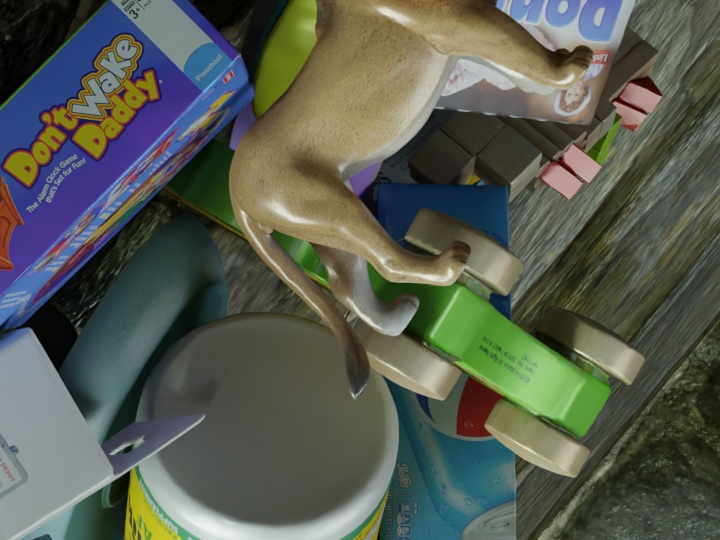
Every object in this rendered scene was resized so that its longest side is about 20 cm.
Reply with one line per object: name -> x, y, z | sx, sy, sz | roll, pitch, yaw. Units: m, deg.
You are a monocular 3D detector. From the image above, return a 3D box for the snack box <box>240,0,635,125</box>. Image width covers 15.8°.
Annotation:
snack box -> 0.037, -0.107, 1.125 | 0.200, 0.024, 0.072 | 3, 111, -43

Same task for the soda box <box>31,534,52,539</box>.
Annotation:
soda box -> -0.185, 0.165, 0.975 | 0.200, 0.064, 0.068 | -23, -172, 37

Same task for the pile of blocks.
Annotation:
pile of blocks -> 0.095, -0.060, 1.304 | 0.200, 0.062, 0.082 | -33, 158, -49

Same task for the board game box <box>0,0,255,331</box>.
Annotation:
board game box -> -0.102, -0.038, 0.929 | 0.134, 0.045, 0.200 | -45, -179, -1

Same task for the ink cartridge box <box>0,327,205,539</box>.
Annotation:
ink cartridge box -> -0.168, 0.081, 0.966 | 0.200, 0.067, 0.117 | -32, -175, -20

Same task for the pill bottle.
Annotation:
pill bottle -> -0.049, 0.115, 1.147 | 0.113, 0.113, 0.200 | -42, 162, -28

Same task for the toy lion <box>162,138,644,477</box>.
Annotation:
toy lion -> 0.000, 0.000, 1.096 | 0.069, 0.192, 0.200 | -60, 144, -2

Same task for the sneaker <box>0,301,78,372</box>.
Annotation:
sneaker -> -0.186, 0.103, 1.101 | 0.200, 0.074, 0.085 | -46, 166, -13

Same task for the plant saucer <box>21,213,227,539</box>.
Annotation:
plant saucer -> -0.107, 0.071, 1.140 | 0.200, 0.027, 0.200 | -61, 171, -17

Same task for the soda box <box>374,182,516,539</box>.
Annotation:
soda box -> 0.037, 0.063, 1.203 | 0.068, 0.064, 0.200 | 98, -8, -68

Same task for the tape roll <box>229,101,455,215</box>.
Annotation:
tape roll -> 0.027, -0.101, 1.250 | 0.200, 0.066, 0.200 | -46, 165, -16

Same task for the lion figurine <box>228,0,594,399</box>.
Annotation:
lion figurine -> 0.002, -0.065, 0.940 | 0.200, 0.122, 0.072 | -60, -173, 4

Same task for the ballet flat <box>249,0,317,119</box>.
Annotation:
ballet flat -> 0.023, -0.119, 1.002 | 0.067, 0.067, 0.200 | -3, 134, -50

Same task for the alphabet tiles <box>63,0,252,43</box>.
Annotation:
alphabet tiles -> -0.048, -0.149, 1.013 | 0.167, 0.008, 0.200 | -35, 161, -46
